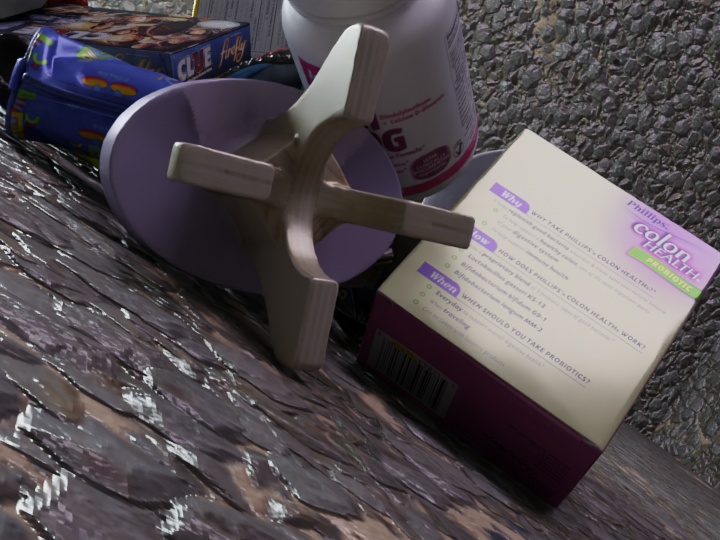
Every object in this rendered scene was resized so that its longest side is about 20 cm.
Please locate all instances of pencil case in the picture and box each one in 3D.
[{"bbox_3d":[-0.133,-0.099,0.665,0.199,0.079,0.087,16,-4,0],"label":"pencil case"}]

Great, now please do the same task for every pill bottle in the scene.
[{"bbox_3d":[0.012,-0.147,0.670,0.113,0.113,0.200,36,-19,32],"label":"pill bottle"}]

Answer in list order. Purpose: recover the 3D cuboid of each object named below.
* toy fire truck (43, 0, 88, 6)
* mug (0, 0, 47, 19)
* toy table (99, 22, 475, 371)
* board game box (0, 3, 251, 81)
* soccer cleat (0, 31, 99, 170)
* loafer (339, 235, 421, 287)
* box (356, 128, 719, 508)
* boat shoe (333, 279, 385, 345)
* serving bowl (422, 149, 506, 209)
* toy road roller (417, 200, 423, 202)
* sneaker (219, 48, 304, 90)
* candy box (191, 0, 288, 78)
[{"bbox_3d":[-0.334,-0.242,1.078,0.168,0.112,0.200,53,3,-5],"label":"toy fire truck"},{"bbox_3d":[-0.349,-0.292,0.891,0.186,0.150,0.153,23,-25,-23],"label":"mug"},{"bbox_3d":[-0.036,-0.045,0.577,0.199,0.185,0.117,-3,10,-31],"label":"toy table"},{"bbox_3d":[-0.210,-0.188,0.840,0.199,0.035,0.136,10,26,17],"label":"board game box"},{"bbox_3d":[-0.201,-0.112,0.771,0.200,0.065,0.084,35,-6,-7],"label":"soccer cleat"},{"bbox_3d":[-0.039,-0.017,0.719,0.199,0.072,0.063,8,28,-17],"label":"loafer"},{"bbox_3d":[0.128,0.028,0.716,0.176,0.200,0.097,35,-33,14],"label":"box"},{"bbox_3d":[-0.012,-0.010,0.807,0.200,0.091,0.071,35,-21,11],"label":"boat shoe"},{"bbox_3d":[0.137,-0.004,0.895,0.200,0.200,0.066,34,-24,3],"label":"serving bowl"},{"bbox_3d":[0.045,-0.042,1.058,0.123,0.201,0.146,33,-17,1],"label":"toy road roller"},{"bbox_3d":[-0.075,-0.087,0.775,0.079,0.200,0.096,-24,73,-38],"label":"sneaker"},{"bbox_3d":[-0.110,-0.154,0.889,0.102,0.201,0.026,6,-13,8],"label":"candy box"}]
